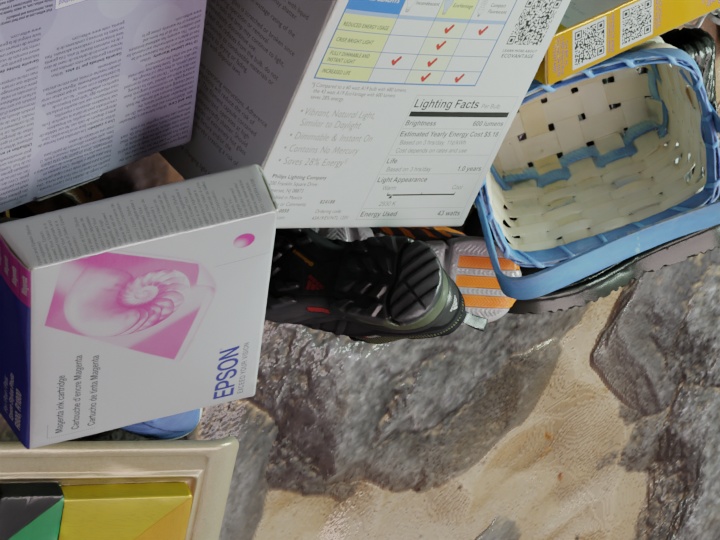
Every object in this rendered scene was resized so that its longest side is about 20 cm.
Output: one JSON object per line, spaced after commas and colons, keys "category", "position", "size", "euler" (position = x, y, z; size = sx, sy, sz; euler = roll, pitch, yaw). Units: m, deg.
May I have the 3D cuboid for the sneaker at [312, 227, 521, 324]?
{"category": "sneaker", "position": [0.000, 0.000, 1.788], "size": [0.200, 0.112, 0.078], "euler": [9, 94, -14]}

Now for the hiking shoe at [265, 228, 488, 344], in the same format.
{"category": "hiking shoe", "position": [-0.023, 0.014, 1.676], "size": [0.101, 0.200, 0.076], "euler": [41, 66, -54]}

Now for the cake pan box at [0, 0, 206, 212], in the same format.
{"category": "cake pan box", "position": [-0.169, -0.129, 1.468], "size": [0.200, 0.052, 0.184], "euler": [-25, 134, -39]}

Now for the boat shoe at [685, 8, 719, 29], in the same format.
{"category": "boat shoe", "position": [0.266, -0.197, 1.885], "size": [0.086, 0.075, 0.202], "euler": [-39, 155, -6]}

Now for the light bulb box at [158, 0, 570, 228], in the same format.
{"category": "light bulb box", "position": [0.000, -0.139, 1.602], "size": [0.198, 0.125, 0.200], "euler": [-2, 126, -45]}

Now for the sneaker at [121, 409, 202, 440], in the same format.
{"category": "sneaker", "position": [-0.146, 0.064, 1.696], "size": [0.076, 0.077, 0.200], "euler": [-44, 147, -6]}

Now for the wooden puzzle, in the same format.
{"category": "wooden puzzle", "position": [-0.183, 0.193, 1.769], "size": [0.200, 0.037, 0.185], "euler": [-2, 122, -25]}

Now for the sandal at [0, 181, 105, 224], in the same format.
{"category": "sandal", "position": [-0.178, -0.036, 1.568], "size": [0.200, 0.082, 0.055], "euler": [-12, 92, -57]}

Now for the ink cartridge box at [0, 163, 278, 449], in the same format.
{"category": "ink cartridge box", "position": [-0.151, 0.030, 1.535], "size": [0.200, 0.043, 0.196], "euler": [-15, 149, -15]}

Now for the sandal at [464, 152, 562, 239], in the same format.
{"category": "sandal", "position": [0.161, -0.069, 1.930], "size": [0.200, 0.043, 0.076], "euler": [-24, 134, -15]}

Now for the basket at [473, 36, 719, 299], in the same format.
{"category": "basket", "position": [0.148, -0.067, 1.708], "size": [0.176, 0.200, 0.139], "euler": [-21, 128, -2]}

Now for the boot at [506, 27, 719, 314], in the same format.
{"category": "boot", "position": [0.159, -0.072, 1.851], "size": [0.211, 0.079, 0.158], "euler": [-22, 115, -19]}

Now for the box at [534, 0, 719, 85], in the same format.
{"category": "box", "position": [0.157, -0.189, 1.722], "size": [0.200, 0.119, 0.042], "euler": [-23, 129, -29]}
